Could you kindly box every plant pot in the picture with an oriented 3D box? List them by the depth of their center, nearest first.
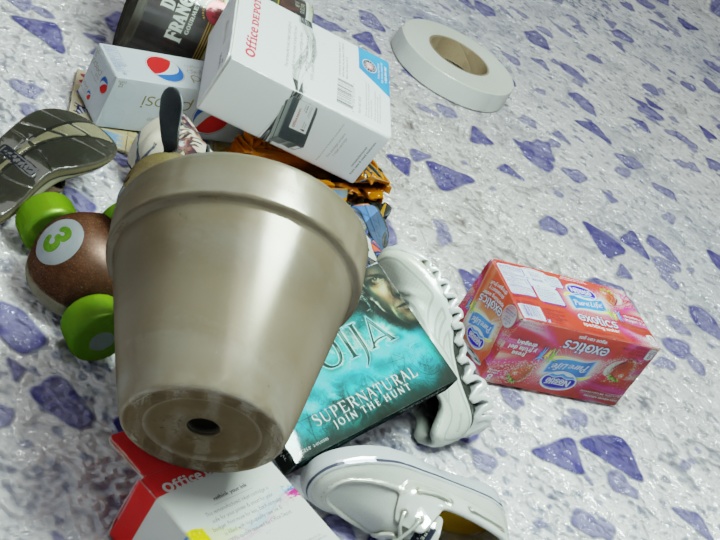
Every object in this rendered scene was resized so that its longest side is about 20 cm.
[{"bbox_3d":[-0.099,0.043,0.896,0.200,0.200,0.174,21,49,-18],"label":"plant pot"}]

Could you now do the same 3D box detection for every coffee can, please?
[{"bbox_3d":[-0.176,-0.293,1.470,0.200,0.146,0.147,20,32,-19],"label":"coffee can"}]

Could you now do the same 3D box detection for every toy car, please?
[{"bbox_3d":[-0.185,-0.049,1.051,0.158,0.200,0.164,3,40,-40],"label":"toy car"}]

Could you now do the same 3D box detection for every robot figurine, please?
[{"bbox_3d":[-0.047,-0.108,1.404,0.200,0.058,0.145,-2,47,-44],"label":"robot figurine"}]

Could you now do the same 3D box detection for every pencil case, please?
[{"bbox_3d":[-0.155,-0.077,1.239,0.089,0.078,0.200,-26,60,-30],"label":"pencil case"}]

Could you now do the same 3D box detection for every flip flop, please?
[{"bbox_3d":[-0.310,-0.088,1.147,0.081,0.058,0.200,40,46,4],"label":"flip flop"}]

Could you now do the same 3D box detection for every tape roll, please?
[{"bbox_3d":[0.145,-0.321,1.914,0.202,0.037,0.203,24,32,-15],"label":"tape roll"}]

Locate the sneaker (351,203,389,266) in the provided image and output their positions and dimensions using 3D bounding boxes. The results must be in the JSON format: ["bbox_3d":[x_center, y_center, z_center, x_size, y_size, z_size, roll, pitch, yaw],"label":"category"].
[{"bbox_3d":[0.000,0.000,1.292,0.078,0.075,0.200,3,32,-26],"label":"sneaker"}]

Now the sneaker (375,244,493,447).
[{"bbox_3d":[0.058,0.072,1.168,0.081,0.075,0.200,-21,89,-38],"label":"sneaker"}]

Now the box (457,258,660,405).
[{"bbox_3d":[0.213,0.069,1.346,0.200,0.096,0.100,12,36,-30],"label":"box"}]

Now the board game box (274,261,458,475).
[{"bbox_3d":[-0.023,0.079,1.070,0.200,0.028,0.135,-23,72,-41],"label":"board game box"}]

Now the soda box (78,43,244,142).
[{"bbox_3d":[-0.203,-0.193,1.363,0.200,0.068,0.064,3,42,-39],"label":"soda box"}]

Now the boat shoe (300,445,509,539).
[{"bbox_3d":[0.043,0.204,1.027,0.200,0.071,0.070,22,28,-29],"label":"boat shoe"}]

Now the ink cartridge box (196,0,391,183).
[{"bbox_3d":[-0.071,-0.206,1.360,0.200,0.084,0.145,25,39,-22],"label":"ink cartridge box"}]

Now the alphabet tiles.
[{"bbox_3d":[-0.226,-0.163,1.374,0.200,0.006,0.167,20,32,-19],"label":"alphabet tiles"}]

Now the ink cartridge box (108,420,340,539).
[{"bbox_3d":[-0.098,0.197,0.903,0.200,0.067,0.116,45,32,22],"label":"ink cartridge box"}]
